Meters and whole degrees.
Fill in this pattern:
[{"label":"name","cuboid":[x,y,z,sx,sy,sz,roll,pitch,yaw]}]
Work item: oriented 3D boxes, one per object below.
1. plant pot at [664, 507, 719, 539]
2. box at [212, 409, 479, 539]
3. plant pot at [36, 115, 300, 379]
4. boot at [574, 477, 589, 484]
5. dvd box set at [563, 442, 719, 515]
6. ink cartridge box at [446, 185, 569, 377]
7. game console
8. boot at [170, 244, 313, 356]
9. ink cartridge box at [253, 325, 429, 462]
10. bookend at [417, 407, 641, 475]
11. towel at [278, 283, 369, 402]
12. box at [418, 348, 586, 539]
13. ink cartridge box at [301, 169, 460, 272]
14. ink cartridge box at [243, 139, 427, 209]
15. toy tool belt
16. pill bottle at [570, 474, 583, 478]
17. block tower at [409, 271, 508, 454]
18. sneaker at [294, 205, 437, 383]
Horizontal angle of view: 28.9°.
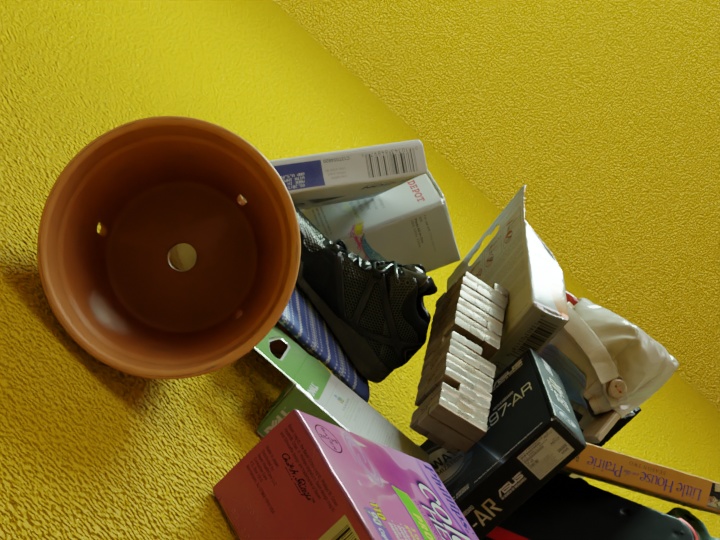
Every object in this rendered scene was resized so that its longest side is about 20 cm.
[{"label":"plant pot","cuboid":[0.278,0.343,1.323,0.200,0.196,0.200,44,13,-13]},{"label":"box","cuboid":[0.012,0.222,1.071,0.200,0.097,0.176,31,19,-50]},{"label":"plant pot","cuboid":[-0.149,-0.014,1.123,0.200,0.200,0.140,46,-5,0]},{"label":"boot","cuboid":[0.159,0.269,1.298,0.077,0.138,0.200,44,14,-9]},{"label":"dvd box set","cuboid":[0.249,0.193,1.343,0.200,0.029,0.146,18,-7,-16]},{"label":"ink cartridge box","cuboid":[0.148,0.031,1.456,0.050,0.162,0.200,26,36,-15]},{"label":"game console","cuboid":[0.185,0.263,1.239,0.200,0.177,0.031,18,-40,29]},{"label":"boot","cuboid":[-0.119,0.009,1.404,0.144,0.071,0.201,38,18,-54]},{"label":"ink cartridge box","cuboid":[-0.033,0.140,1.255,0.200,0.059,0.104,41,13,-2]},{"label":"bookend","cuboid":[0.173,0.172,1.508,0.092,0.199,0.200,53,16,28]},{"label":"towel","cuboid":[-0.062,0.032,1.364,0.200,0.024,0.145,46,18,-31]},{"label":"box","cuboid":[0.108,0.178,1.278,0.044,0.200,0.160,43,13,-14]},{"label":"ink cartridge box","cuboid":[-0.003,-0.043,1.584,0.145,0.200,0.088,-114,-178,-59]},{"label":"ink cartridge box","cuboid":[-0.058,-0.088,1.476,0.200,0.199,0.041,163,-83,-68]},{"label":"toy tool belt","cuboid":[0.219,0.096,1.418,0.125,0.123,0.200,37,-2,-27]},{"label":"pill bottle","cuboid":[0.211,0.197,1.742,0.116,0.116,0.200,41,13,-21]},{"label":"block tower","cuboid":[0.094,0.084,1.321,0.058,0.054,0.200,32,38,-11]},{"label":"sneaker","cuboid":[0.000,0.000,1.364,0.200,0.114,0.076,54,14,1]}]
